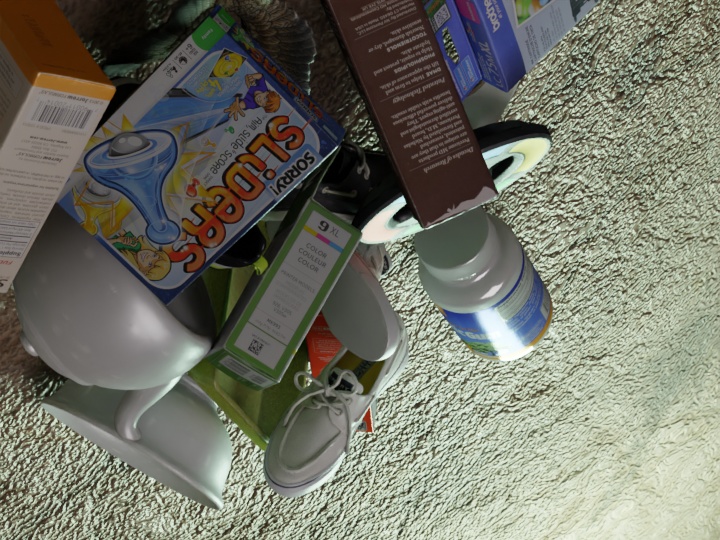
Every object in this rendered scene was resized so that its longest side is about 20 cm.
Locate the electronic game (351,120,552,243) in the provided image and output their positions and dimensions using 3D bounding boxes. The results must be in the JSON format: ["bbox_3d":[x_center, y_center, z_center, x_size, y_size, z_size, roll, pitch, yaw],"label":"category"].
[{"bbox_3d":[0.082,-0.077,1.482,0.199,0.042,0.200,-26,170,-5],"label":"electronic game"}]

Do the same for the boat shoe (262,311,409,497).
[{"bbox_3d":[-0.020,0.114,1.510,0.202,0.074,0.086,-48,160,-24],"label":"boat shoe"}]

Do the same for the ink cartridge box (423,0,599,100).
[{"bbox_3d":[0.142,-0.238,1.389,0.200,0.042,0.120,-43,140,-13],"label":"ink cartridge box"}]

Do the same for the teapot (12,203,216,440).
[{"bbox_3d":[-0.227,0.022,1.385,0.145,0.201,0.197,-29,159,11],"label":"teapot"}]

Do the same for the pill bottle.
[{"bbox_3d":[0.125,0.008,1.729,0.112,0.112,0.200,-38,145,1],"label":"pill bottle"}]

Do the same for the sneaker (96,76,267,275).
[{"bbox_3d":[-0.136,-0.076,1.312,0.072,0.083,0.200,-50,121,-16],"label":"sneaker"}]

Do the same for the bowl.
[{"bbox_3d":[-0.195,0.139,1.556,0.091,0.200,0.201,-59,148,-14],"label":"bowl"}]

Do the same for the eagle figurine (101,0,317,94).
[{"bbox_3d":[-0.099,-0.203,1.284,0.151,0.151,0.201,-23,142,-55],"label":"eagle figurine"}]

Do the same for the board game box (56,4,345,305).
[{"bbox_3d":[-0.127,-0.084,1.245,0.135,0.035,0.200,43,115,-11],"label":"board game box"}]

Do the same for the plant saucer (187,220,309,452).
[{"bbox_3d":[-0.107,0.061,1.557,0.048,0.201,0.200,-5,150,19],"label":"plant saucer"}]

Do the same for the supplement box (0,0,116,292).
[{"bbox_3d":[-0.278,-0.099,1.239,0.073,0.126,0.200,6,127,-45],"label":"supplement box"}]

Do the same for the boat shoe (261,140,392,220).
[{"bbox_3d":[-0.028,-0.091,1.521,0.199,0.074,0.061,-3,138,-29],"label":"boat shoe"}]

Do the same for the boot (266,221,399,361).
[{"bbox_3d":[0.000,0.000,1.532,0.095,0.200,0.074,-5,138,-42],"label":"boot"}]

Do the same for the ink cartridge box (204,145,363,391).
[{"bbox_3d":[-0.054,0.001,1.406,0.201,0.059,0.104,-61,-172,-14],"label":"ink cartridge box"}]

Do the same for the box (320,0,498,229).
[{"bbox_3d":[0.037,-0.144,1.313,0.075,0.100,0.201,-22,106,0],"label":"box"}]

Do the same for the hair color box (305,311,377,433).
[{"bbox_3d":[-0.016,0.068,1.670,0.061,0.102,0.201,2,141,7],"label":"hair color box"}]

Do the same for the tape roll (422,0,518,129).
[{"bbox_3d":[0.081,-0.206,1.439,0.202,0.037,0.204,-26,125,-44],"label":"tape roll"}]
